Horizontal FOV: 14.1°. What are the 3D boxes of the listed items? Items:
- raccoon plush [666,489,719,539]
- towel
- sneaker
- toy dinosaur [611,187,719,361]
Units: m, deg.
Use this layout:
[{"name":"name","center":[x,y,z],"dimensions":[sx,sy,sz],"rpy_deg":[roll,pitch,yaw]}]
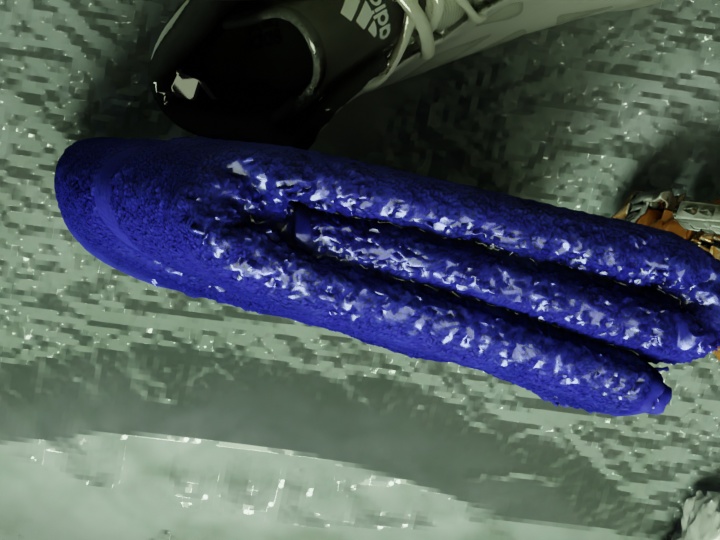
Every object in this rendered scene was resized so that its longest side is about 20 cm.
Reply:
[{"name":"raccoon plush","center":[0.071,0.178,0.931],"dimensions":[0.096,0.134,0.200],"rpy_deg":[13,120,-10]},{"name":"towel","center":[0.000,0.000,0.782],"dimensions":[0.147,0.200,0.050],"rpy_deg":[11,89,-15]},{"name":"sneaker","center":[0.033,-0.076,0.753],"dimensions":[0.200,0.115,0.076],"rpy_deg":[-21,108,28]},{"name":"toy dinosaur","center":[0.160,0.020,0.828],"dimensions":[0.102,0.200,0.136],"rpy_deg":[-53,133,1]}]
